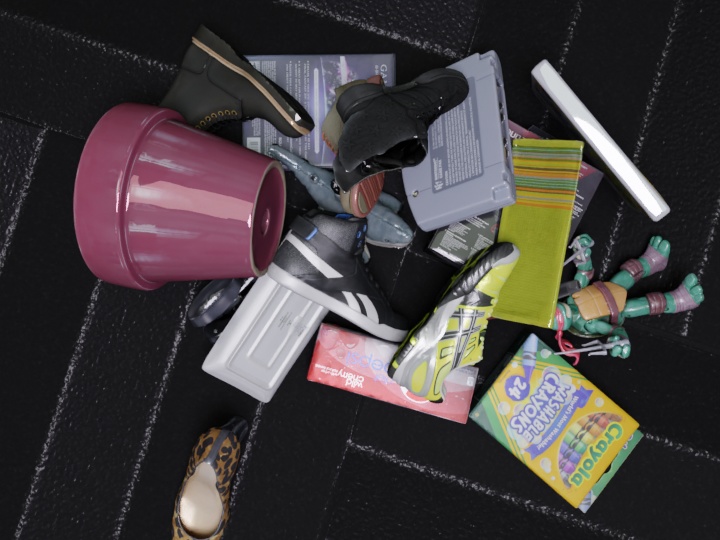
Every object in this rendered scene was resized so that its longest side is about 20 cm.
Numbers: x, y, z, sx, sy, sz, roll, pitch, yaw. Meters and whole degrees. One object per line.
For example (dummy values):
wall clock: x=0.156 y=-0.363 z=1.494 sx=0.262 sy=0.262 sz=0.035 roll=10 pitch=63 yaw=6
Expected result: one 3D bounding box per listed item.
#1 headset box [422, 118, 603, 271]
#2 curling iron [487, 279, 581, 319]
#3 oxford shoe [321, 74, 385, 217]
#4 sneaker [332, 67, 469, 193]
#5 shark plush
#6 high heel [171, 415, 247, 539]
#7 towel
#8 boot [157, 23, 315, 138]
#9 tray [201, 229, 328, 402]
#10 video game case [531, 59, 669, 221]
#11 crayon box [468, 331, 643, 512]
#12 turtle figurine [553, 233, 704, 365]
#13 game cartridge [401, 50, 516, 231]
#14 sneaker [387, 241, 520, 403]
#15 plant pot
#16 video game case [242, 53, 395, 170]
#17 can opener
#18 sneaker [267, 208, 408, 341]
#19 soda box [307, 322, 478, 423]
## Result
headset box: x=0.187 y=-0.078 z=0.777 sx=0.147 sy=0.075 sz=0.203 roll=28 pitch=88 yaw=1
curling iron: x=0.168 y=0.053 z=0.741 sx=0.199 sy=0.025 sz=0.050 roll=-32 pitch=80 yaw=39
oxford shoe: x=-0.010 y=-0.143 z=0.746 sx=0.072 sy=0.071 sz=0.203 roll=-3 pitch=52 yaw=14
sneaker: x=0.050 y=-0.151 z=0.681 sx=0.196 sy=0.060 sz=0.106 roll=-15 pitch=62 yaw=-24
shark plush: x=-0.018 y=-0.098 z=0.771 sx=0.091 sy=0.083 sz=0.200 roll=-43 pitch=91 yaw=-2
high heel: x=-0.187 y=0.270 z=0.728 sx=0.070 sy=0.143 sz=0.204 roll=20 pitch=87 yaw=1
towel: x=0.189 y=-0.044 z=0.704 sx=0.085 sy=0.018 sz=0.205 roll=9 pitch=88 yaw=44
boot: x=-0.159 y=-0.184 z=0.776 sx=0.200 sy=0.077 sz=0.139 roll=42 pitch=100 yaw=23
tray: x=-0.094 y=0.059 z=0.772 sx=0.107 sy=0.022 sz=0.202 roll=35 pitch=87 yaw=-33
video game case: x=0.265 y=-0.147 z=0.730 sx=0.023 sy=0.182 sz=0.201 roll=-39 pitch=88 yaw=18
crayon box: x=0.241 y=0.188 z=0.776 sx=0.199 sy=0.052 sz=0.126 roll=40 pitch=88 yaw=2
turtle figurine: x=0.290 y=0.032 z=0.759 sx=0.196 sy=0.101 sz=0.152 roll=-17 pitch=71 yaw=-9
game cartridge: x=0.109 y=-0.149 z=0.749 sx=0.131 sy=0.040 sz=0.204 roll=-14 pitch=62 yaw=29
sneaker: x=0.114 y=0.057 z=0.709 sx=0.076 sy=0.075 sz=0.201 roll=38 pitch=103 yaw=1
plant pot: x=-0.183 y=-0.072 z=0.708 sx=0.175 sy=0.200 sz=0.205 roll=9 pitch=87 yaw=8
video game case: x=-0.052 y=-0.201 z=0.813 sx=0.195 sy=0.019 sz=0.147 roll=-1 pitch=87 yaw=-1
can opener: x=-0.118 y=0.013 z=0.783 sx=0.199 sy=0.079 sz=0.064 roll=-38 pitch=80 yaw=-11
sneaker: x=0.000 y=0.000 z=0.741 sx=0.198 sy=0.073 sz=0.113 roll=28 pitch=92 yaw=-29
soda box: x=0.038 y=0.123 z=0.774 sx=0.196 sy=0.063 sz=0.072 roll=16 pitch=87 yaw=2
